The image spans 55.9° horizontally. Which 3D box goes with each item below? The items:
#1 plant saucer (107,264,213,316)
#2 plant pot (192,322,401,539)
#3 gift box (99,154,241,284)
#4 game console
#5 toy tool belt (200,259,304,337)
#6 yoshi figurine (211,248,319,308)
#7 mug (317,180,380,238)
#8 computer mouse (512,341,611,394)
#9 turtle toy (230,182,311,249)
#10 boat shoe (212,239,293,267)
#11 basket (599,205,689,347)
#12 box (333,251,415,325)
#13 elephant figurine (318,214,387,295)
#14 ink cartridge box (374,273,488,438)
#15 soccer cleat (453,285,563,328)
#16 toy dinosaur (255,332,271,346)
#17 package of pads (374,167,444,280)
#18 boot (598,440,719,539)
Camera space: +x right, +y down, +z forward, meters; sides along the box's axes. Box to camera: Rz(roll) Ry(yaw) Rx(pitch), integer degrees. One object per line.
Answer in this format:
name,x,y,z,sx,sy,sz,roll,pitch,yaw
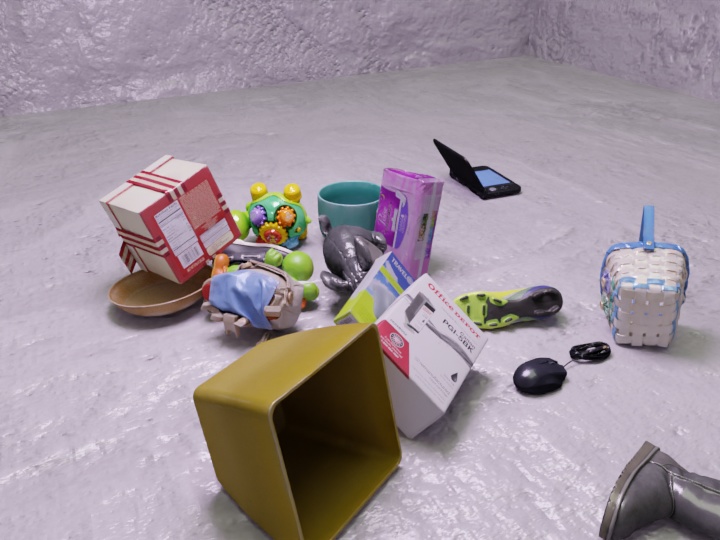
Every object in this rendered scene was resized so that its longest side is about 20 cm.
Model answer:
plant saucer,-0.368,0.038,1.269,0.196,0.036,0.201,-6,23,2
plant pot,-0.086,0.185,0.825,0.174,0.203,0.199,5,25,36
gift box,-0.360,-0.085,1.277,0.185,0.203,0.184,18,45,44
game console,0.302,-0.275,1.766,0.173,0.118,0.200,-10,29,-16
toy tool belt,-0.202,0.046,1.143,0.196,0.127,0.123,7,6,18
yoshi figurine,-0.168,0.005,1.263,0.196,0.114,0.113,7,21,10
mug,-0.012,-0.109,1.463,0.149,0.116,0.185,-11,29,-19
computer mouse,0.315,0.140,1.048,0.197,0.035,0.058,-18,30,-30
turtle toy,-0.202,-0.105,1.464,0.196,0.147,0.102,2,48,8
boat shoe,-0.211,-0.019,1.384,0.196,0.073,0.064,10,71,11
basket,0.473,0.012,1.134,0.137,0.179,0.201,6,39,23
box,0.045,0.061,1.100,0.047,0.122,0.201,-30,15,39
elephant figurine,0.000,0.000,1.217,0.152,0.144,0.201,1,22,-6
ink cartridge box,0.084,0.115,0.981,0.147,0.083,0.200,45,38,1
soccer cleat,0.254,0.065,1.190,0.196,0.066,0.084,-6,-3,1
toy dinosaur,-0.157,0.157,1.039,0.099,0.059,0.200,-9,16,20
package of pads,0.087,-0.093,1.331,0.075,0.204,0.120,-9,24,-44
boot,0.385,0.280,0.749,0.198,0.074,0.181,27,40,33
